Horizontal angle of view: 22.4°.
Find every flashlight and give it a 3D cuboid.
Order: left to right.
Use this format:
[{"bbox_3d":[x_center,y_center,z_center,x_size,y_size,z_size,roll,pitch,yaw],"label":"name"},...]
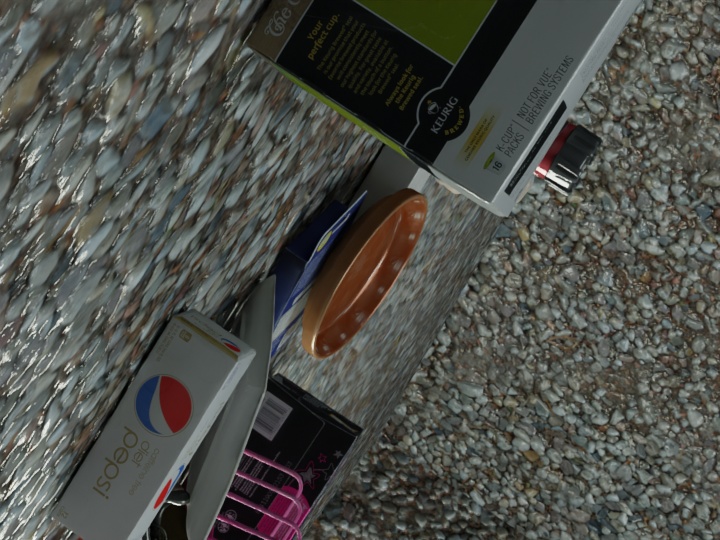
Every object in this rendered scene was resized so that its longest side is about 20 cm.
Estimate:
[{"bbox_3d":[0.139,-0.152,1.789,0.068,0.199,0.068,-52,172,-27],"label":"flashlight"}]

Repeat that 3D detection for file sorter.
[{"bbox_3d":[-0.138,0.298,1.950,0.139,0.125,0.200,-59,-166,24],"label":"file sorter"}]

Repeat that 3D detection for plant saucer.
[{"bbox_3d":[0.000,0.000,1.872,0.201,0.032,0.201,-51,166,-19],"label":"plant saucer"}]

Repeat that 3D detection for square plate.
[{"bbox_3d":[-0.124,0.129,1.690,0.199,0.028,0.201,-91,-159,-59],"label":"square plate"}]

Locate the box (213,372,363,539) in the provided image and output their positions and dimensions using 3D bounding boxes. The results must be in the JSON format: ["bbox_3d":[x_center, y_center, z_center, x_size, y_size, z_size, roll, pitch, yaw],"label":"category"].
[{"bbox_3d":[-0.106,0.237,2.139,0.201,0.132,0.115,-57,177,1],"label":"box"}]

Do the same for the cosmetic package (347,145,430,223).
[{"bbox_3d":[0.001,-0.038,1.965,0.201,0.050,0.083,-58,169,8],"label":"cosmetic package"}]

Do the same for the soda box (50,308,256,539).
[{"bbox_3d":[-0.169,0.133,1.490,0.201,0.068,0.064,-58,173,9],"label":"soda box"}]

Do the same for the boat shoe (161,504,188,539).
[{"bbox_3d":[-0.223,0.275,1.790,0.066,0.074,0.200,-42,180,18],"label":"boat shoe"}]

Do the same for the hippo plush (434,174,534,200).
[{"bbox_3d":[0.111,-0.165,1.922,0.158,0.201,0.161,-23,-171,-15],"label":"hippo plush"}]

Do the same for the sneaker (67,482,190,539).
[{"bbox_3d":[-0.224,0.263,1.632,0.201,0.082,0.077,-57,173,0],"label":"sneaker"}]

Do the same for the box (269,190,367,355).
[{"bbox_3d":[-0.063,0.009,1.811,0.201,0.032,0.121,-60,173,34],"label":"box"}]

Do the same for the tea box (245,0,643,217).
[{"bbox_3d":[0.065,-0.172,1.200,0.201,0.196,0.134,-56,172,3],"label":"tea box"}]
